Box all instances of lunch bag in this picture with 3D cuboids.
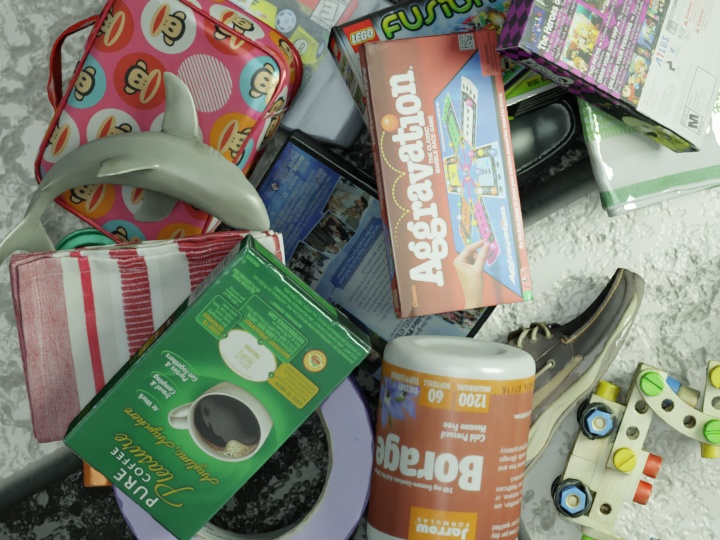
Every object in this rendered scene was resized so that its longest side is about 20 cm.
[{"bbox_3d":[-0.157,-0.121,1.514,0.176,0.082,0.200,32,109,3],"label":"lunch bag"}]

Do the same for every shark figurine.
[{"bbox_3d":[-0.185,-0.063,1.454,0.214,0.090,0.128,-12,101,18],"label":"shark figurine"}]

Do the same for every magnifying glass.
[{"bbox_3d":[-0.206,0.067,1.563,0.079,0.022,0.201,-2,89,2],"label":"magnifying glass"}]

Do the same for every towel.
[{"bbox_3d":[0.223,-0.152,1.505,0.149,0.031,0.201,-15,97,-32],"label":"towel"},{"bbox_3d":[-0.148,0.049,1.459,0.199,0.023,0.144,-6,107,1],"label":"towel"}]

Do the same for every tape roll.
[{"bbox_3d":[-0.086,0.139,1.526,0.199,0.085,0.201,0,89,2],"label":"tape roll"}]

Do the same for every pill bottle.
[{"bbox_3d":[0.063,0.153,1.463,0.112,0.112,0.201,5,97,2],"label":"pill bottle"}]

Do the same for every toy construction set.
[{"bbox_3d":[0.220,0.153,1.518,0.131,0.092,0.200,19,78,2],"label":"toy construction set"}]

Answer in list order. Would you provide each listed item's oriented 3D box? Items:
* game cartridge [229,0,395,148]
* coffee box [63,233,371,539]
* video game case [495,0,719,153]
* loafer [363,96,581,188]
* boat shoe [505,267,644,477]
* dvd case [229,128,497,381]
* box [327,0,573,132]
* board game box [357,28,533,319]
[{"bbox_3d":[-0.067,-0.187,1.559,0.200,0.041,0.133,32,94,2],"label":"game cartridge"},{"bbox_3d":[-0.104,0.085,1.437,0.123,0.044,0.200,40,100,-13],"label":"coffee box"},{"bbox_3d":[0.203,-0.212,1.462,0.181,0.036,0.200,25,76,-29],"label":"video game case"},{"bbox_3d":[0.077,-0.080,1.533,0.200,0.070,0.068,-24,87,1],"label":"loafer"},{"bbox_3d":[0.140,0.074,1.526,0.073,0.074,0.200,36,89,2],"label":"boat shoe"},{"bbox_3d":[0.000,0.000,1.516,0.200,0.018,0.143,33,122,-2],"label":"dvd case"},{"bbox_3d":[0.087,-0.163,1.514,0.200,0.035,0.110,-22,73,-15],"label":"box"},{"bbox_3d":[0.062,-0.070,1.457,0.103,0.019,0.201,-8,90,-14],"label":"board game box"}]
